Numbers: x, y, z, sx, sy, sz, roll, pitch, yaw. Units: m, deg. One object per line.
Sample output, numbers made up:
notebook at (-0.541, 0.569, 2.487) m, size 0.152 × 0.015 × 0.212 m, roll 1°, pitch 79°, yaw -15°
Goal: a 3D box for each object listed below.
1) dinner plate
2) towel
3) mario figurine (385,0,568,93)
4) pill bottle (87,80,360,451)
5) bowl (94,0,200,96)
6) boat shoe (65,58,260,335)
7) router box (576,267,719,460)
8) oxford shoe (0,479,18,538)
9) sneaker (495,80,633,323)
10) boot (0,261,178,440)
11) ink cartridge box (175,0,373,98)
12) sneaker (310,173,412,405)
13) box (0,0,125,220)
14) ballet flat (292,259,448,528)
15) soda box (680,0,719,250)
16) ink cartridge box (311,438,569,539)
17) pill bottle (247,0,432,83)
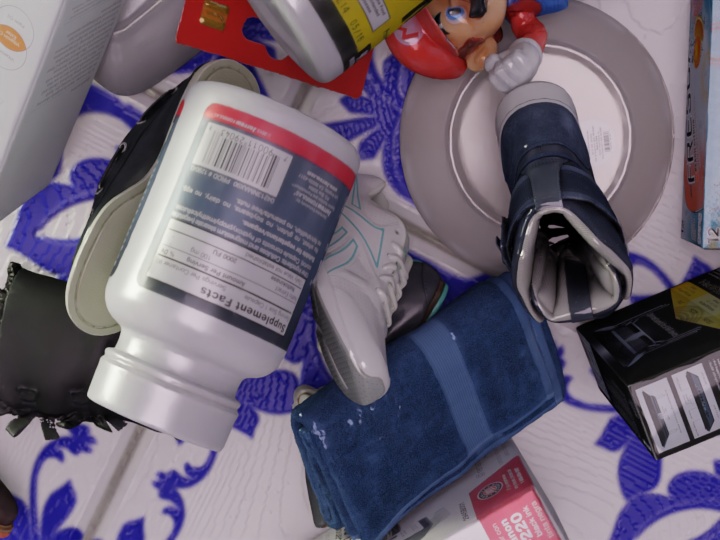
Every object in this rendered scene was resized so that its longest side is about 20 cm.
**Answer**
dinner plate at (0.126, -0.093, 0.978) m, size 0.197 × 0.024 × 0.204 m, roll 0°, pitch 98°, yaw -1°
towel at (0.051, 0.091, 0.941) m, size 0.199 × 0.048 × 0.113 m, roll -31°, pitch 116°, yaw -21°
mario figurine at (0.105, -0.196, 0.911) m, size 0.198 × 0.124 × 0.107 m, roll -27°, pitch 124°, yaw -5°
pill bottle at (-0.088, -0.001, 0.843) m, size 0.118 × 0.120 × 0.202 m, roll 23°, pitch 84°, yaw -3°
bowl at (-0.158, -0.244, 0.931) m, size 0.199 × 0.075 × 0.201 m, roll -40°, pitch 95°, yaw 4°
boat shoe at (-0.139, -0.051, 0.913) m, size 0.074 × 0.066 × 0.202 m, roll 30°, pitch 81°, yaw -32°
router box at (0.236, 0.048, 0.908) m, size 0.155 × 0.200 × 0.053 m, roll -23°, pitch 97°, yaw 3°
oxford shoe at (-0.303, 0.101, 0.979) m, size 0.072 × 0.071 × 0.201 m, roll -39°, pitch 96°, yaw 0°
sneaker at (0.139, -0.001, 0.896) m, size 0.076 × 0.147 × 0.203 m, roll -19°, pitch 134°, yaw 12°
boot at (-0.175, 0.024, 0.971) m, size 0.160 × 0.073 × 0.202 m, roll 8°, pitch 92°, yaw 7°
ink cartridge box at (-0.023, -0.227, 0.907) m, size 0.159 × 0.050 × 0.203 m, roll 12°, pitch 95°, yaw -37°
sneaker at (0.000, 0.000, 0.916) m, size 0.079 × 0.202 × 0.071 m, roll -10°, pitch 137°, yaw -6°
box at (-0.242, -0.144, 0.885) m, size 0.124 × 0.098 × 0.201 m, roll 35°, pitch 124°, yaw 3°
ballet flat at (-0.008, 0.080, 0.977) m, size 0.072 × 0.073 × 0.202 m, roll 25°, pitch 91°, yaw -4°
soda box at (0.264, -0.116, 0.955) m, size 0.067 × 0.064 × 0.203 m, roll 1°, pitch 97°, yaw 0°
ink cartridge box at (0.043, 0.209, 0.955) m, size 0.198 × 0.146 × 0.085 m, roll -32°, pitch 98°, yaw 3°
pill bottle at (0.021, -0.219, 0.845) m, size 0.199 × 0.114 × 0.115 m, roll -39°, pitch 96°, yaw -4°
